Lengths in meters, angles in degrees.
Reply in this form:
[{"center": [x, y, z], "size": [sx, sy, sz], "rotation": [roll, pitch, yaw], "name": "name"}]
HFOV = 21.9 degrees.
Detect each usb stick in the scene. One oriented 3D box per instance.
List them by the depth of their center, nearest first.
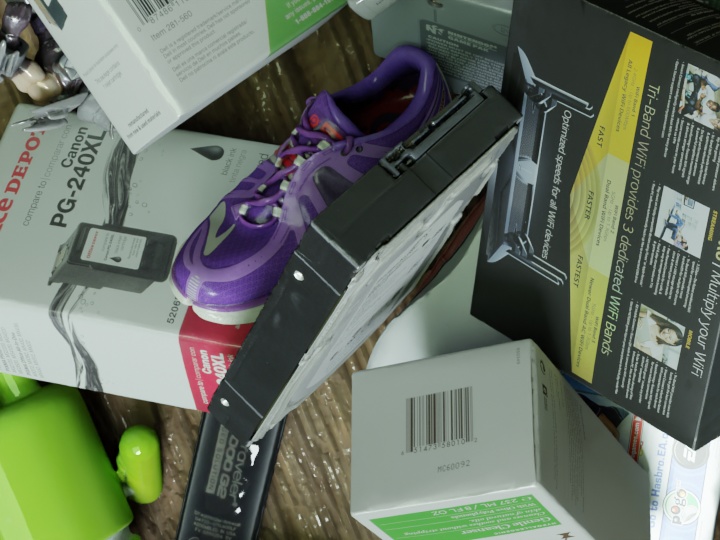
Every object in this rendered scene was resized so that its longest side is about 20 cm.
[{"center": [-0.077, 0.104, 1.194], "size": [0.055, 0.033, 0.202], "rotation": [15, 110, 3], "name": "usb stick"}]

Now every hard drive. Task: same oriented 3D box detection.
[{"center": [0.000, 0.000, 0.958], "size": [0.038, 0.140, 0.200], "rotation": [42, 144, 8], "name": "hard drive"}]

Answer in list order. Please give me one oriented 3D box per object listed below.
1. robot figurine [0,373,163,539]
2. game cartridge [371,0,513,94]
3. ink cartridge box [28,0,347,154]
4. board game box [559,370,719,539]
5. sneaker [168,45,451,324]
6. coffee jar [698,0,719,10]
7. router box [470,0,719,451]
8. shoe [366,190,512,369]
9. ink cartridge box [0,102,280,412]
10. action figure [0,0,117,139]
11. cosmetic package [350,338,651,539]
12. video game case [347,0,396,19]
[{"center": [-0.212, 0.151, 1.194], "size": [0.174, 0.116, 0.202], "rotation": [-24, 92, -20], "name": "robot figurine"}, {"center": [0.101, -0.122, 1.025], "size": [0.198, 0.133, 0.041], "rotation": [20, 78, 8], "name": "game cartridge"}, {"center": [-0.120, -0.193, 1.045], "size": [0.201, 0.146, 0.084], "rotation": [56, 151, -5], "name": "ink cartridge box"}, {"center": [0.120, 0.154, 1.142], "size": [0.194, 0.056, 0.202], "rotation": [10, 109, 12], "name": "board game box"}, {"center": [-0.031, -0.055, 1.028], "size": [0.080, 0.084, 0.200], "rotation": [36, 70, 27], "name": "sneaker"}, {"center": [0.131, -0.193, 1.013], "size": [0.198, 0.085, 0.105], "rotation": [20, 103, 8], "name": "coffee jar"}, {"center": [0.136, -0.036, 0.921], "size": [0.157, 0.052, 0.202], "rotation": [33, 129, 37], "name": "router box"}, {"center": [0.075, 0.008, 1.083], "size": [0.071, 0.091, 0.201], "rotation": [34, 106, 5], "name": "shoe"}, {"center": [-0.133, -0.007, 1.106], "size": [0.198, 0.146, 0.084], "rotation": [10, 147, 12], "name": "ink cartridge box"}, {"center": [-0.187, -0.163, 1.096], "size": [0.069, 0.130, 0.201], "rotation": [-32, 90, 36], "name": "action figure"}, {"center": [0.081, 0.119, 1.004], "size": [0.107, 0.086, 0.200], "rotation": [-13, 148, 23], "name": "cosmetic package"}, {"center": [0.043, -0.257, 0.983], "size": [0.181, 0.022, 0.201], "rotation": [-34, 52, 22], "name": "video game case"}]
